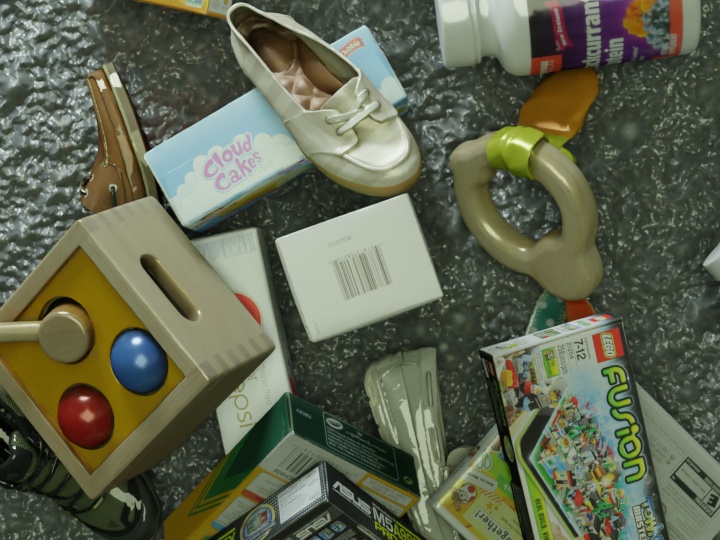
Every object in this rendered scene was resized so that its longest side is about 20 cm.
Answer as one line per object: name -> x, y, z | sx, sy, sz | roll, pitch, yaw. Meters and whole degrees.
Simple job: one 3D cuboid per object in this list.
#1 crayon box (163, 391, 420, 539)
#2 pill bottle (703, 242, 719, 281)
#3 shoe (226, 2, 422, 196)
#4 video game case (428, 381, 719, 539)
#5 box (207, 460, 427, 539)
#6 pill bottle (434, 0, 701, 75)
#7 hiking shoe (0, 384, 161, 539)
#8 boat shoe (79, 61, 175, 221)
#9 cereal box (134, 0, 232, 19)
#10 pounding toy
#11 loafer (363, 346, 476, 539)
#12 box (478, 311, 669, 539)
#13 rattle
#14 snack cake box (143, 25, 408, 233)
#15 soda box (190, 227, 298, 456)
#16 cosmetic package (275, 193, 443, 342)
crayon box -> -0.065, 0.196, 1.507 | 0.126, 0.052, 0.200 | 29, 119, -26
pill bottle -> 0.363, 0.042, 1.516 | 0.200, 0.111, 0.111 | 45, 91, 0
shoe -> -0.032, -0.128, 1.419 | 0.070, 0.053, 0.200 | -42, 63, -9
video game case -> 0.182, 0.180, 1.532 | 0.200, 0.023, 0.182 | 44, 85, -15
box -> -0.049, 0.251, 1.491 | 0.200, 0.044, 0.160 | -37, 124, 21
pill bottle -> 0.159, -0.213, 1.519 | 0.199, 0.111, 0.112 | -8, 90, 2
hiking shoe -> -0.250, 0.156, 1.528 | 0.200, 0.101, 0.076 | 37, 112, 5
boat shoe -> -0.193, -0.064, 1.547 | 0.068, 0.072, 0.201 | -17, 90, 0
cereal box -> -0.149, -0.309, 1.526 | 0.143, 0.039, 0.201 | 15, 96, 29
pounding toy -> -0.214, 0.054, 1.474 | 0.200, 0.142, 0.184 | 50, 119, 8
loafer -> 0.063, 0.159, 1.544 | 0.070, 0.070, 0.201 | -19, 92, 4
box -> 0.167, 0.143, 1.494 | 0.110, 0.035, 0.201 | -16, 100, -12
rattle -> 0.166, -0.043, 1.561 | 0.130, 0.143, 0.200 | -24, 107, 33
snack cake box -> -0.063, -0.108, 1.522 | 0.200, 0.115, 0.067 | -30, 89, 2
soda box -> -0.090, 0.069, 1.547 | 0.063, 0.068, 0.201 | -11, 90, 2
cosmetic package -> 0.000, 0.000, 1.479 | 0.107, 0.200, 0.085 | -20, 91, -1
